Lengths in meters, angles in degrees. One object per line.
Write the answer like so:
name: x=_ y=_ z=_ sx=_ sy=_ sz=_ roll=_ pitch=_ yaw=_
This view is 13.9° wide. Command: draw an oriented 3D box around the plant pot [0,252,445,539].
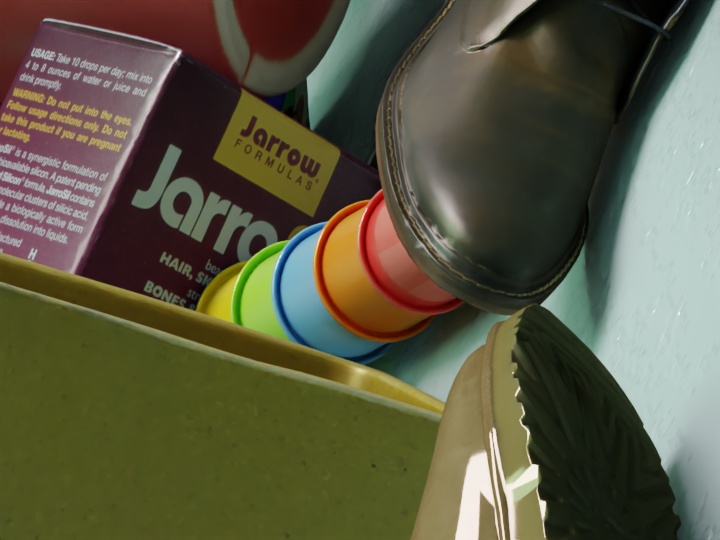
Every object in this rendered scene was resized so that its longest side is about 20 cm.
plant pot: x=-0.090 y=0.108 z=0.919 sx=0.194 sy=0.195 sz=0.201 roll=-160 pitch=87 yaw=-78

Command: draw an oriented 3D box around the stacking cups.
stacking cups: x=0.000 y=0.000 z=1.041 sx=0.200 sy=0.060 sz=0.061 roll=-35 pitch=32 yaw=63

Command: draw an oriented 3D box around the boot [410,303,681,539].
boot: x=-0.022 y=0.109 z=0.705 sx=0.200 sy=0.066 sz=0.175 roll=-32 pitch=26 yaw=22

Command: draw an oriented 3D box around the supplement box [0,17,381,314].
supplement box: x=-0.096 y=0.021 z=1.170 sx=0.103 sy=0.131 sz=0.200 roll=16 pitch=80 yaw=50

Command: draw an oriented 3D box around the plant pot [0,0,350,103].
plant pot: x=-0.104 y=-0.158 z=1.260 sx=0.200 sy=0.177 sz=0.201 roll=-38 pitch=-46 yaw=-55

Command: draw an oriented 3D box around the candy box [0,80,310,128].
candy box: x=-0.127 y=-0.025 z=1.344 sx=0.077 sy=0.169 sz=0.200 roll=83 pitch=-162 yaw=-53

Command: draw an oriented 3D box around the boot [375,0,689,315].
boot: x=0.059 y=-0.076 z=0.901 sx=0.097 sy=0.075 sz=0.200 roll=-59 pitch=11 yaw=37
